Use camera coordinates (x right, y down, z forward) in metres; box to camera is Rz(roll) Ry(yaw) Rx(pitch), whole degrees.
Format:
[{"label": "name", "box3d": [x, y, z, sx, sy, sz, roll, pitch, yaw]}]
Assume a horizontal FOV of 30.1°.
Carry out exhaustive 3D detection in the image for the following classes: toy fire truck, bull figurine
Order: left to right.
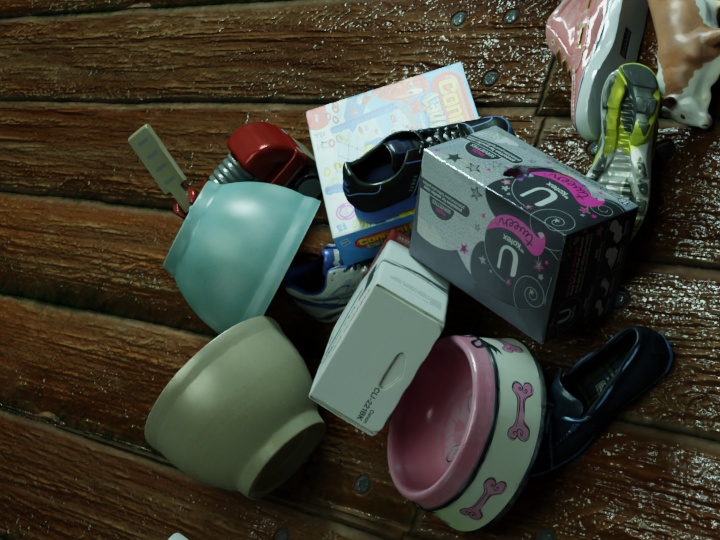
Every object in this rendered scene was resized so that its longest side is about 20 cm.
[{"label": "toy fire truck", "box3d": [-0.175, -0.123, 1.686, 0.176, 0.200, 0.129, -48, 45, 11]}, {"label": "bull figurine", "box3d": [0.351, -0.244, 1.379, 0.121, 0.065, 0.201, -23, 56, 26]}]

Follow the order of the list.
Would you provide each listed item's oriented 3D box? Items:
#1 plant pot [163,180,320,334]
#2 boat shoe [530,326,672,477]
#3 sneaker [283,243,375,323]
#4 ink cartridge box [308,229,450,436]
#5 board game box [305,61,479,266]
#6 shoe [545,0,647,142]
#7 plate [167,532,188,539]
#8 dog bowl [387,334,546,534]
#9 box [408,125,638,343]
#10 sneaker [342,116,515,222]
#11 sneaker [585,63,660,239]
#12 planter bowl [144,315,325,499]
[{"label": "plant pot", "box3d": [-0.151, -0.024, 1.590, 0.201, 0.134, 0.200, -62, 4, 8]}, {"label": "boat shoe", "box3d": [0.208, 0.118, 1.305, 0.200, 0.069, 0.084, -47, 45, 12]}, {"label": "sneaker", "box3d": [0.000, 0.000, 1.544, 0.199, 0.088, 0.076, -28, 50, 27]}, {"label": "ink cartridge box", "box3d": [0.025, 0.060, 1.399, 0.145, 0.083, 0.200, -59, 4, 18]}, {"label": "board game box", "box3d": [0.050, -0.125, 1.536, 0.195, 0.056, 0.201, -18, 54, 5]}, {"label": "shoe", "box3d": [0.247, -0.226, 1.461, 0.091, 0.071, 0.201, -2, 61, 43]}, {"label": "plate", "box3d": [-0.214, 0.427, 1.543, 0.199, 0.032, 0.201, 22, 84, 45]}, {"label": "dog bowl", "box3d": [0.098, 0.155, 1.333, 0.200, 0.073, 0.201, -44, 36, 44]}, {"label": "box", "box3d": [0.158, -0.041, 1.345, 0.200, 0.114, 0.133, 35, 132, 37]}, {"label": "sneaker", "box3d": [0.074, -0.122, 1.443, 0.199, 0.078, 0.070, -28, 53, -2]}, {"label": "sneaker", "box3d": [0.274, -0.110, 1.375, 0.074, 0.085, 0.201, 16, 100, 19]}, {"label": "planter bowl", "box3d": [-0.125, 0.171, 1.508, 0.135, 0.200, 0.200, 44, 100, 19]}]
